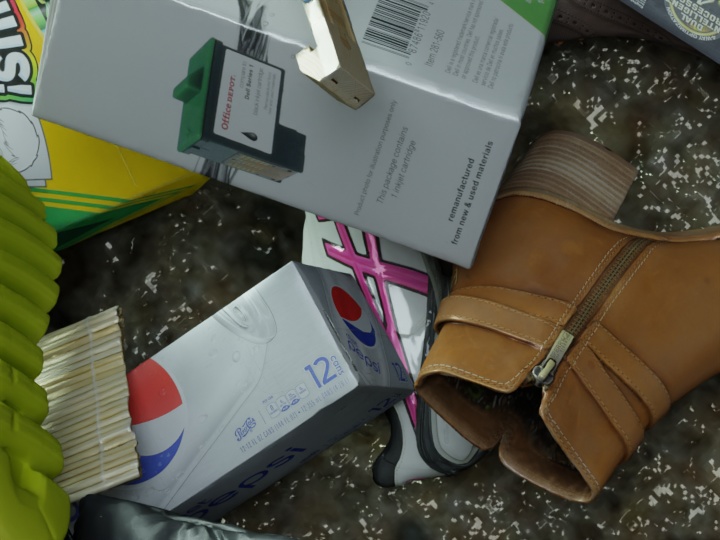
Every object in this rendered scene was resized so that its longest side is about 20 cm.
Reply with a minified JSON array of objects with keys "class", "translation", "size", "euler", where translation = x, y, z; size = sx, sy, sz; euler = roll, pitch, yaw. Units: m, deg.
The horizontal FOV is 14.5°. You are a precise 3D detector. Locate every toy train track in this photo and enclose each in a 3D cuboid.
[{"class":"toy train track","translation":[-0.035,-0.135,1.139],"size":[0.032,0.115,0.201],"euler":[-36,46,19]}]

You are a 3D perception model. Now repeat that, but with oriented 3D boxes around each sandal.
[{"class":"sandal","translation":[-0.171,0.033,1.153],"size":[0.087,0.079,0.201],"euler":[-20,52,24]}]

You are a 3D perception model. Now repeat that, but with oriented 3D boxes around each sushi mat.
[{"class":"sushi mat","translation":[-0.188,0.084,1.206],"size":[0.199,0.012,0.096],"euler":[-20,49,8]}]

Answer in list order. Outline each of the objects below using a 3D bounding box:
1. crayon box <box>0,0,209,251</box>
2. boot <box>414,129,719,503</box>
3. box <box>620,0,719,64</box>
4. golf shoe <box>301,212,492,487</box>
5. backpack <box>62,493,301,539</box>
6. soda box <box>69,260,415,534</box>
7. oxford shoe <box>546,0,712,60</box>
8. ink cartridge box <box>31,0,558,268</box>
[{"class":"crayon box","translation":[-0.177,-0.102,1.269],"size":[0.172,0.058,0.201],"euler":[-25,84,-29]},{"class":"boot","translation":[0.129,0.036,1.204],"size":[0.199,0.077,0.156],"euler":[31,50,-2]},{"class":"box","translation":[0.160,-0.178,1.273],"size":[0.199,0.049,0.161],"euler":[33,49,11]},{"class":"golf shoe","translation":[0.000,0.000,1.269],"size":[0.092,0.073,0.201],"euler":[-29,76,0]},{"class":"backpack","translation":[-0.065,0.203,1.133],"size":[0.166,0.126,0.201],"euler":[7,80,36]},{"class":"soda box","translation":[-0.080,0.076,1.231],"size":[0.200,0.068,0.064],"euler":[-34,74,17]},{"class":"oxford shoe","translation":[0.089,-0.130,1.306],"size":[0.199,0.071,0.073],"euler":[22,112,4]},{"class":"ink cartridge box","translation":[-0.024,-0.101,1.204],"size":[0.199,0.085,0.146],"euler":[19,35,1]}]
